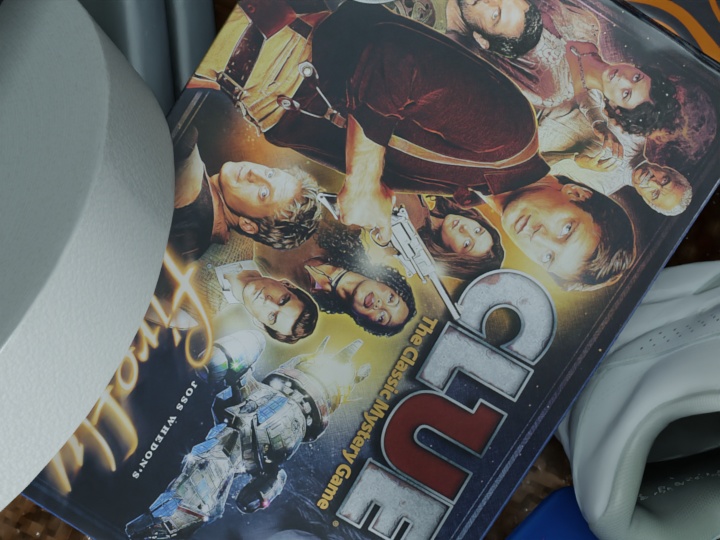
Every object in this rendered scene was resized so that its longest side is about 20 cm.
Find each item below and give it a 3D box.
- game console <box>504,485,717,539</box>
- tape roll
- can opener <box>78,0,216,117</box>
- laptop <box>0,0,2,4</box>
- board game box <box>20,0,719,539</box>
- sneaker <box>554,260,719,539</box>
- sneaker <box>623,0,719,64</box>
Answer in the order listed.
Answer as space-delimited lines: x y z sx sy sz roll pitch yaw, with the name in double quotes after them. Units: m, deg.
0.087 0.168 0.742 0.118 0.200 0.172 -6 107 31 "game console"
-0.141 0.004 0.739 0.203 0.203 0.037 -46 132 -7 "tape roll"
-0.076 -0.095 0.821 0.066 0.053 0.201 -15 81 30 "can opener"
-0.186 -0.090 0.745 0.103 0.199 0.178 48 49 -31 "laptop"
0.000 0.000 0.762 0.135 0.035 0.201 32 100 -4 "board game box"
0.141 0.021 0.757 0.200 0.100 0.078 -37 115 20 "sneaker"
0.081 -0.113 0.803 0.199 0.078 0.112 35 94 -1 "sneaker"
